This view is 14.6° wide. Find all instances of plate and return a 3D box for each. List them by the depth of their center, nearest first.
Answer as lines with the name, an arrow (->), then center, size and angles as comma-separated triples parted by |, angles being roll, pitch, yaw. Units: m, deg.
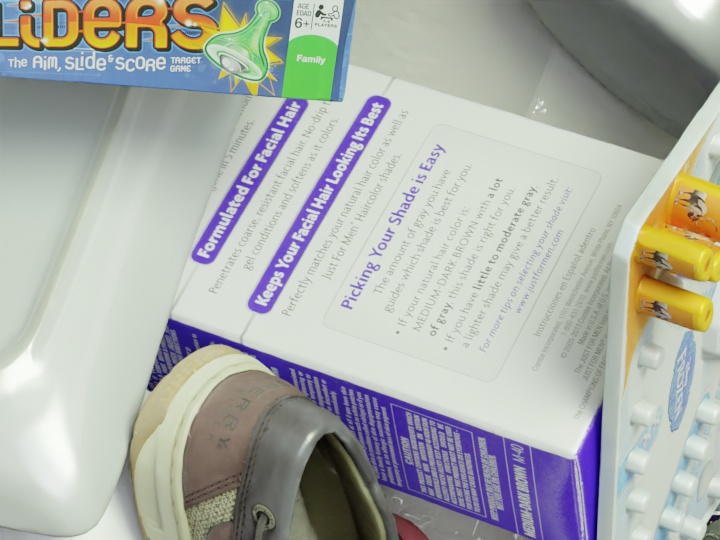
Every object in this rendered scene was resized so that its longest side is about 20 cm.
plate -> -0.146, -0.029, 0.847 | 0.198, 0.032, 0.201 | 11, 59, 10

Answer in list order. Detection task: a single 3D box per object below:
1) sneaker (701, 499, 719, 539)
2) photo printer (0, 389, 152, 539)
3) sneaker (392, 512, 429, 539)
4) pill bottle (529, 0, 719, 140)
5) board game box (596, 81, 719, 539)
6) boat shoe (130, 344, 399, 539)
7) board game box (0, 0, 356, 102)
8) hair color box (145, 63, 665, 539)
sneaker -> 0.151, 0.108, 0.940 | 0.199, 0.088, 0.075 | 35, 81, -8
photo printer -> -0.158, 0.094, 0.859 | 0.199, 0.069, 0.168 | 10, 85, 12
sneaker -> 0.066, 0.148, 0.940 | 0.087, 0.074, 0.201 | -41, 102, -20
pill bottle -> 0.153, -0.144, 0.942 | 0.112, 0.112, 0.200 | 40, 80, -6
board game box -> 0.129, 0.000, 0.862 | 0.026, 0.201, 0.200 | 21, 51, 22
boat shoe -> -0.013, 0.114, 0.844 | 0.072, 0.065, 0.201 | -36, 128, -30
board game box -> -0.082, -0.106, 0.853 | 0.134, 0.200, 0.035 | 3, 114, -11
hair color box -> 0.000, 0.000, 0.870 | 0.199, 0.065, 0.110 | 20, 60, 20
